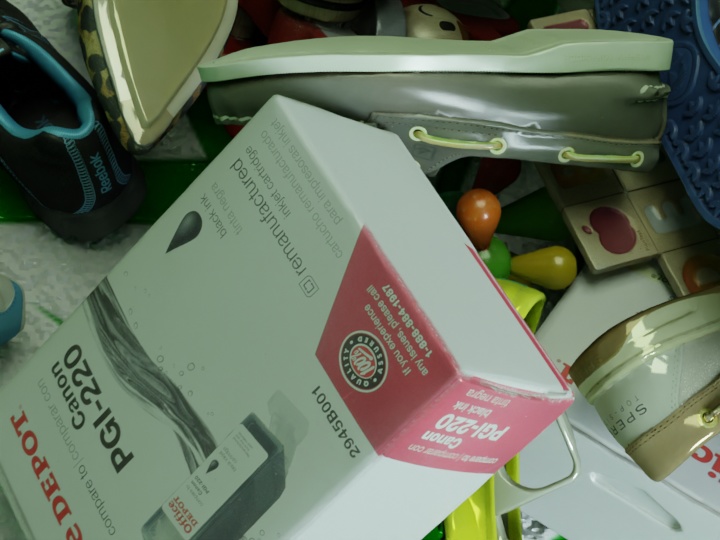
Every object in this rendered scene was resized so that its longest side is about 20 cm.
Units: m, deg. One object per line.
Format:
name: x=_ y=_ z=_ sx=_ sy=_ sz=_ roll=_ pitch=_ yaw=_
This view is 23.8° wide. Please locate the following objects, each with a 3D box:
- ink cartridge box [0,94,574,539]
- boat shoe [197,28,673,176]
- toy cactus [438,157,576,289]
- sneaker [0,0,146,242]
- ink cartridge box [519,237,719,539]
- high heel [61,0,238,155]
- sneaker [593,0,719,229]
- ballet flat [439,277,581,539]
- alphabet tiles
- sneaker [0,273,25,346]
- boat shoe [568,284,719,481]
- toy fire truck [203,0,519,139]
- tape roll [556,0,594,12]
ink cartridge box: x=-0.042 y=0.055 z=0.664 sx=0.085 sy=0.200 sz=0.146 roll=13 pitch=37 yaw=-52
boat shoe: x=0.033 y=-0.068 z=0.722 sx=0.201 sy=0.060 sz=0.072 roll=-2 pitch=14 yaw=-7
toy cactus: x=0.000 y=0.000 z=0.784 sx=0.200 sy=0.102 sz=0.165 roll=-40 pitch=47 yaw=-7
sneaker: x=-0.179 y=-0.103 z=0.830 sx=0.200 sy=0.082 sz=0.073 roll=39 pitch=70 yaw=21
ink cartridge box: x=0.163 y=0.046 z=0.785 sx=0.145 sy=0.084 sz=0.200 roll=31 pitch=53 yaw=13
high heel: x=-0.116 y=-0.112 z=0.831 sx=0.071 sy=0.143 sz=0.200 roll=15 pitch=55 yaw=-22
sneaker: x=0.168 y=-0.089 z=0.776 sx=0.078 sy=0.070 sz=0.200 roll=14 pitch=47 yaw=-35
ballet flat: x=0.056 y=0.099 z=0.683 sx=0.067 sy=0.067 sz=0.201 roll=-5 pitch=85 yaw=14
alphabet tiles: x=0.170 y=-0.063 z=0.798 sx=0.200 sy=0.006 sz=0.167 roll=-15 pitch=65 yaw=-23
sneaker: x=-0.229 y=-0.031 z=0.783 sx=0.081 sy=0.077 sz=0.200 roll=-21 pitch=65 yaw=-34
boat shoe: x=0.181 y=0.034 z=0.707 sx=0.200 sy=0.074 sz=0.067 roll=-19 pitch=72 yaw=-21
toy fire truck: x=0.009 y=-0.126 z=0.855 sx=0.168 sy=0.112 sz=0.200 roll=1 pitch=27 yaw=-26
tape roll: x=0.195 y=-0.140 z=0.923 sx=0.202 sy=0.037 sz=0.203 roll=19 pitch=33 yaw=-13
